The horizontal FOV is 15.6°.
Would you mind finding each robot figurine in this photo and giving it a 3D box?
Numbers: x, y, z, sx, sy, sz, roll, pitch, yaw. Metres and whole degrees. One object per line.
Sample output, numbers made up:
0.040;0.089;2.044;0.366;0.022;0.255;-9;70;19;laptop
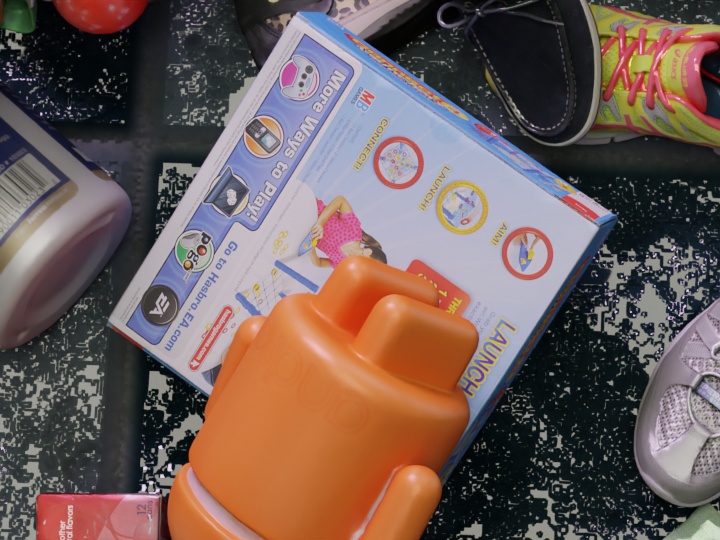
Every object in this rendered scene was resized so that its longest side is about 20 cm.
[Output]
-0.023;0.092;1.314;0.143;0.117;0.201;33;103;8;robot figurine

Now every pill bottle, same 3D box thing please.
-0.230;-0.060;1.420;0.200;0.111;0.111;41;84;11;pill bottle

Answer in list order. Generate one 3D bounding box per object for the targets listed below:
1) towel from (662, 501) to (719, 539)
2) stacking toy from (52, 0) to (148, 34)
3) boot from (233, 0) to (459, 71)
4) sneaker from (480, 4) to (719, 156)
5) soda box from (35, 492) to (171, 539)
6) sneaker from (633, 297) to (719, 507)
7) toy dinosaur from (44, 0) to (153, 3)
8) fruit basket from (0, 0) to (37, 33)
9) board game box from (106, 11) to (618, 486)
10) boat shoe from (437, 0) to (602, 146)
0.160;0.243;1.376;0.200;0.023;0.153;-42;78;-4;towel
-0.091;-0.207;1.379;0.085;0.085;0.200;33;76;10;stacking toy
0.002;-0.201;1.453;0.199;0.073;0.151;-33;78;3;boot
0.163;-0.107;1.411;0.199;0.090;0.079;10;81;8;sneaker
-0.136;0.219;1.382;0.070;0.063;0.201;0;78;3;soda box
0.209;0.032;1.383;0.075;0.082;0.200;33;83;10;sneaker
-0.183;-0.205;1.461;0.135;0.086;0.201;-22;74;0;toy dinosaur
-0.208;-0.124;1.287;0.093;0.185;0.201;9;65;0;fruit basket
0.000;0.000;1.386;0.195;0.056;0.200;36;104;10;board game box
0.072;-0.152;1.361;0.074;0.062;0.201;-2;117;34;boat shoe
